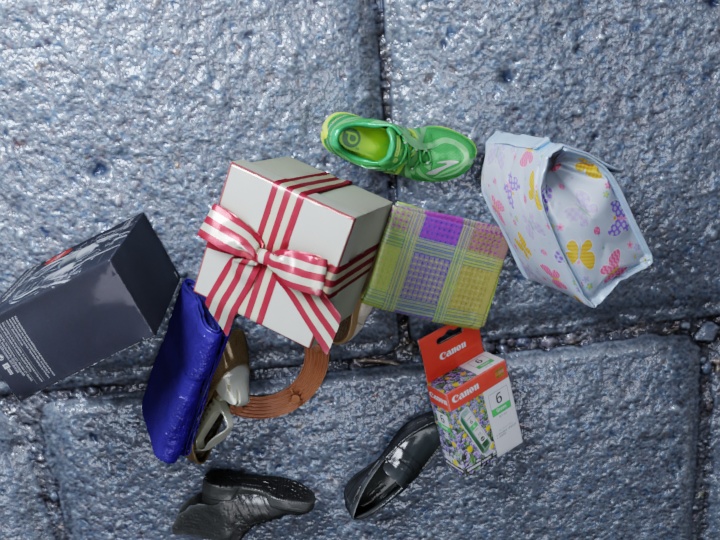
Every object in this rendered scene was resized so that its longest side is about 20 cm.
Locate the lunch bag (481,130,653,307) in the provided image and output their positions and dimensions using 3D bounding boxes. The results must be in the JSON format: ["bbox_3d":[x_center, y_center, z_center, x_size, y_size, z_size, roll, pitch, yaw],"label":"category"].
[{"bbox_3d":[0.242,-0.079,1.021,0.126,0.169,0.201,-36,109,-8],"label":"lunch bag"}]

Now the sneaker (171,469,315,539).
[{"bbox_3d":[-0.169,0.351,1.210,0.196,0.060,0.106,11,107,-2],"label":"sneaker"}]

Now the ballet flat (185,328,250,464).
[{"bbox_3d":[-0.188,0.176,1.114,0.067,0.072,0.202,7,117,-53],"label":"ballet flat"}]

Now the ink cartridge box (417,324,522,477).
[{"bbox_3d":[0.152,0.169,1.151,0.108,0.050,0.203,-25,113,-24],"label":"ink cartridge box"}]

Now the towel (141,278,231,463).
[{"bbox_3d":[-0.226,0.130,1.086,0.049,0.148,0.202,14,109,-29],"label":"towel"}]

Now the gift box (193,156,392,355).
[{"bbox_3d":[-0.077,-0.013,0.993,0.182,0.187,0.203,19,105,15],"label":"gift box"}]

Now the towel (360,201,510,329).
[{"bbox_3d":[0.104,-0.003,1.087,0.197,0.023,0.146,11,104,-27],"label":"towel"}]

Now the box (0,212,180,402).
[{"bbox_3d":[-0.332,0.036,1.011,0.180,0.200,0.105,-25,109,4],"label":"box"}]

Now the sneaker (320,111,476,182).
[{"bbox_3d":[0.048,-0.146,1.036,0.197,0.084,0.075,7,109,-7],"label":"sneaker"}]

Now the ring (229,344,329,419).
[{"bbox_3d":[-0.140,0.117,1.150,0.197,0.019,0.204,-1,109,-3],"label":"ring"}]

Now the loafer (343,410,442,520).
[{"bbox_3d":[0.056,0.282,1.194,0.200,0.071,0.068,-44,108,10],"label":"loafer"}]

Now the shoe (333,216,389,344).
[{"bbox_3d":[0.000,0.000,1.105,0.053,0.069,0.203,-1,114,-52],"label":"shoe"}]
